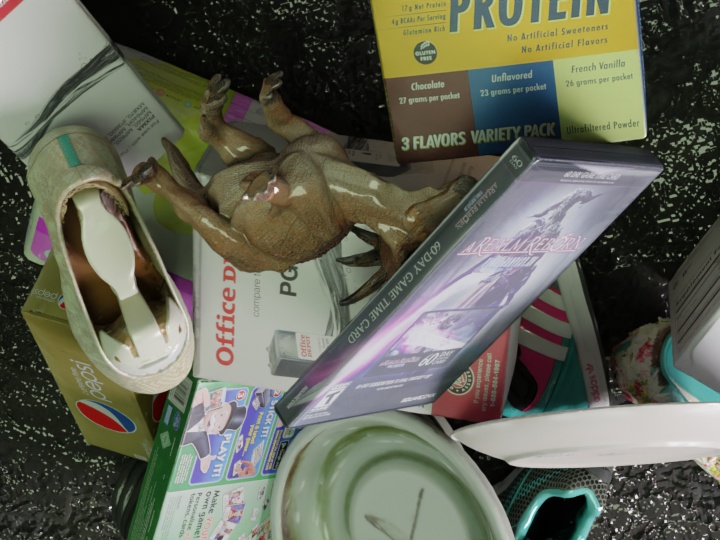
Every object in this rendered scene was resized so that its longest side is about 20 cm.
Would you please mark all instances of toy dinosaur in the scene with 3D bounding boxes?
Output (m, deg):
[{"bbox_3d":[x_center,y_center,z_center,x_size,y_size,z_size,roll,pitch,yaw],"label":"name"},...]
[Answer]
[{"bbox_3d":[-0.038,-0.028,0.789,0.198,0.086,0.136,2,143,43],"label":"toy dinosaur"}]

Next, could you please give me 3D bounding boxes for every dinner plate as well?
[{"bbox_3d":[0.153,0.101,0.892,0.197,0.200,0.025,-4,77,11],"label":"dinner plate"}]

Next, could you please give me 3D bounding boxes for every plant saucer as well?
[{"bbox_3d":[0.029,0.180,0.982,0.198,0.050,0.203,11,109,35],"label":"plant saucer"}]

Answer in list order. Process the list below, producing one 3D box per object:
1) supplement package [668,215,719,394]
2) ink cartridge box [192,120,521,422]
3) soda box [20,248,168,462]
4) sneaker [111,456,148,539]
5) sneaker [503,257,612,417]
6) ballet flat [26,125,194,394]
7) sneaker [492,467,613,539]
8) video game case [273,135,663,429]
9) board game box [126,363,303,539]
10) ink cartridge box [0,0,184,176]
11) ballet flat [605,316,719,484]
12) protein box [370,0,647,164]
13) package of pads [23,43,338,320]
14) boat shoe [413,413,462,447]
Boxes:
[{"bbox_3d":[0.319,0.026,0.934,0.198,0.111,0.157,30,118,-7],"label":"supplement package"},{"bbox_3d":[0.000,0.000,0.905,0.197,0.085,0.147,9,118,10],"label":"ink cartridge box"},{"bbox_3d":[-0.163,0.055,0.992,0.063,0.068,0.201,15,152,12],"label":"soda box"},{"bbox_3d":[-0.109,0.134,1.081,0.201,0.099,0.071,-50,137,-3],"label":"sneaker"},{"bbox_3d":[0.090,0.018,0.987,0.119,0.084,0.202,-15,115,6],"label":"sneaker"},{"bbox_3d":[-0.136,0.011,0.833,0.067,0.062,0.201,-27,131,-9],"label":"ballet flat"},{"bbox_3d":[0.115,0.192,1.062,0.077,0.091,0.201,28,118,-5],"label":"sneaker"},{"bbox_3d":[0.058,0.008,0.777,0.200,0.142,0.019,-47,66,27],"label":"video game case"},{"bbox_3d":[-0.090,0.153,1.014,0.029,0.133,0.202,35,115,40],"label":"board game box"},{"bbox_3d":[-0.202,-0.138,0.824,0.084,0.144,0.200,-43,144,-4],"label":"ink cartridge box"},{"bbox_3d":[0.242,0.104,1.016,0.200,0.076,0.064,46,150,-21],"label":"ballet flat"},{"bbox_3d":[0.080,-0.194,0.810,0.133,0.201,0.201,-5,116,11],"label":"protein box"},{"bbox_3d":[-0.113,-0.049,0.990,0.198,0.068,0.156,21,118,-3],"label":"package of pads"},{"bbox_3d":[0.048,0.174,1.037,0.072,0.060,0.203,-38,76,55],"label":"boat shoe"}]
